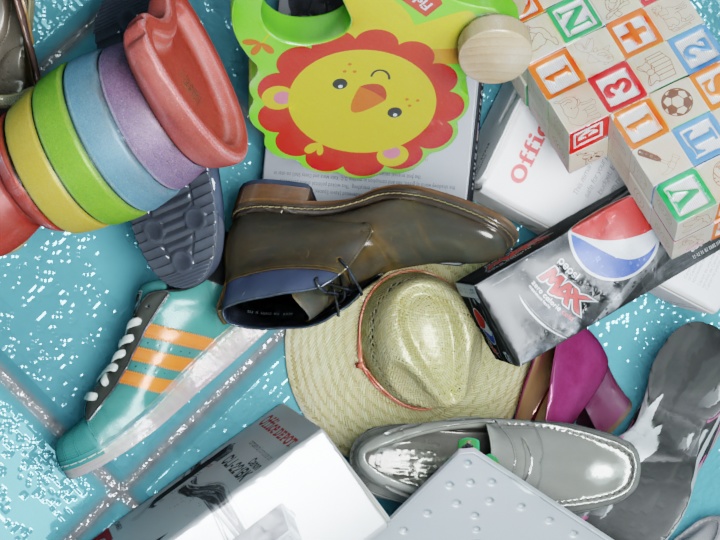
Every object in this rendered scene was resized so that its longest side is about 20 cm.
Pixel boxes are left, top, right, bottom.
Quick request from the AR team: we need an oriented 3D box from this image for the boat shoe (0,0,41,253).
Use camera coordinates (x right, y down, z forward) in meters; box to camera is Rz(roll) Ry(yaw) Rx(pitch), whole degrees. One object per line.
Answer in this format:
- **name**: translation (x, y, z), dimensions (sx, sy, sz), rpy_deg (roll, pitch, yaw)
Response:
- **boat shoe**: translation (-0.243, -0.110, 1.144), dimensions (0.072, 0.072, 0.201), rpy_deg (3, 92, -13)

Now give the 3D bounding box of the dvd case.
- **dvd case**: translation (0.009, -0.110, 1.191), dimensions (0.150, 0.025, 0.201), rpy_deg (6, 92, 16)

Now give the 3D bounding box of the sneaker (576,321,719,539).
- **sneaker**: translation (0.217, 0.140, 1.250), dimensions (0.080, 0.086, 0.200), rpy_deg (33, 82, 22)

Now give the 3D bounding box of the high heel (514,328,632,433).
- **high heel**: translation (0.105, 0.124, 1.233), dimensions (0.200, 0.067, 0.096), rpy_deg (-47, 115, -21)

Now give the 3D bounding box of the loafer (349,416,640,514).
- **loafer**: translation (0.093, 0.134, 1.172), dimensions (0.199, 0.070, 0.070), rpy_deg (-1, 82, -1)

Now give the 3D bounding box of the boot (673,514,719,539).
- **boot**: translation (0.192, 0.237, 1.257), dimensions (0.096, 0.074, 0.200), rpy_deg (43, 85, -18)

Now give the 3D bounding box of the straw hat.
- **straw hat**: translation (0.044, 0.049, 1.209), dimensions (0.200, 0.085, 0.202), rpy_deg (-1, 93, -13)

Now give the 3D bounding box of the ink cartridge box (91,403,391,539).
- **ink cartridge box**: translation (-0.095, 0.184, 1.155), dimensions (0.200, 0.144, 0.084), rpy_deg (-35, 100, -10)

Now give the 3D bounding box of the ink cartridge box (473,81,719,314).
- **ink cartridge box**: translation (0.188, -0.078, 1.236), dimensions (0.200, 0.083, 0.147), rpy_deg (27, 87, -12)

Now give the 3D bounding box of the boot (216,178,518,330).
- **boot**: translation (0.000, 0.000, 1.127), dimensions (0.199, 0.075, 0.097), rpy_deg (4, 60, 23)

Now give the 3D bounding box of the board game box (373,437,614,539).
- **board game box**: translation (0.086, 0.225, 1.178), dimensions (0.200, 0.026, 0.200), rpy_deg (34, 118, -16)

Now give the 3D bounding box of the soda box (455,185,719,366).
- **soda box**: translation (0.167, -0.013, 1.157), dimensions (0.200, 0.071, 0.063), rpy_deg (-30, 95, -7)

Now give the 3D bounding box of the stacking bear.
- **stacking bear**: translation (-0.182, -0.075, 1.077), dimensions (0.200, 0.122, 0.114), rpy_deg (-25, 108, 15)

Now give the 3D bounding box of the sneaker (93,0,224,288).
- **sneaker**: translation (-0.118, -0.089, 1.162), dimensions (0.070, 0.082, 0.201), rpy_deg (-9, 91, 23)

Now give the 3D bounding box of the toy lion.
- **toy lion**: translation (-0.004, -0.139, 1.084), dimensions (0.200, 0.069, 0.192), rpy_deg (30, 130, -35)

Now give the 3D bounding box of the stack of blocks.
- **stack of blocks**: translation (0.177, -0.111, 1.118), dimensions (0.115, 0.059, 0.200), rpy_deg (-27, 68, -5)

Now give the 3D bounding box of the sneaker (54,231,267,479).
- **sneaker**: translation (-0.141, 0.055, 1.181), dimensions (0.200, 0.071, 0.080), rpy_deg (-42, 96, -13)
